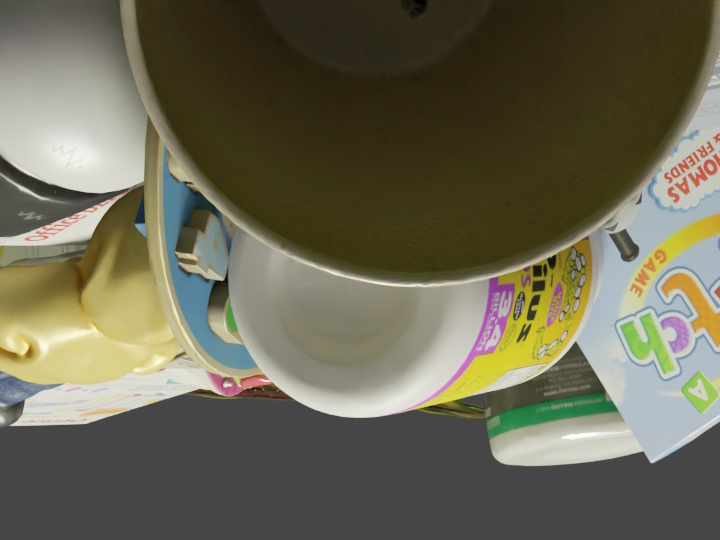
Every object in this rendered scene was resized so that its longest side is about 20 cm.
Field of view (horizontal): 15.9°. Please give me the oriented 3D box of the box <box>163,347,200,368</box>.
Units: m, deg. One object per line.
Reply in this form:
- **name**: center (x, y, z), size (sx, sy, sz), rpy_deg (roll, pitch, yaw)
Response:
- **box**: center (0.000, 0.000, 1.203), size (0.199, 0.083, 0.068), rpy_deg (1, 164, -31)

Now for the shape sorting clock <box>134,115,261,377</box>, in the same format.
- **shape sorting clock**: center (-0.034, -0.057, 1.024), size (0.039, 0.202, 0.200), rpy_deg (10, 174, 18)

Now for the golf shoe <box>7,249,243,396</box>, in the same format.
- **golf shoe**: center (-0.111, 0.020, 1.336), size (0.091, 0.076, 0.200), rpy_deg (8, 174, 23)

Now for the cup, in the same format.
- **cup**: center (0.013, -0.107, 0.890), size (0.199, 0.202, 0.143), rpy_deg (-6, -167, -6)

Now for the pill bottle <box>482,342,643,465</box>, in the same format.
- **pill bottle**: center (0.111, -0.004, 1.365), size (0.112, 0.202, 0.113), rpy_deg (-7, 169, -1)

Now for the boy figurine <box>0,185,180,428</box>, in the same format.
- **boy figurine**: center (-0.132, 0.017, 1.113), size (0.124, 0.065, 0.200), rpy_deg (12, 156, -34)

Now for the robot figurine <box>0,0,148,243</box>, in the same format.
- **robot figurine**: center (-0.147, -0.078, 1.044), size (0.199, 0.126, 0.150), rpy_deg (-19, -172, 45)

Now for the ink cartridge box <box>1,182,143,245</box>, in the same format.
- **ink cartridge box**: center (-0.072, -0.066, 1.242), size (0.199, 0.086, 0.145), rpy_deg (2, 166, -31)

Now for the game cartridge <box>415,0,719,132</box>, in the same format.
- **game cartridge**: center (0.102, -0.088, 1.009), size (0.199, 0.041, 0.133), rpy_deg (-9, 157, 35)

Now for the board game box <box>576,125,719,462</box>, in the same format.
- **board game box**: center (0.131, -0.040, 1.107), size (0.151, 0.201, 0.037), rpy_deg (-39, 169, 37)

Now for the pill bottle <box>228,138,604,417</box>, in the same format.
- **pill bottle**: center (0.033, -0.001, 1.032), size (0.104, 0.105, 0.200), rpy_deg (-12, 178, 23)

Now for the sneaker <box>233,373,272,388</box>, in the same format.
- **sneaker**: center (-0.013, 0.027, 1.303), size (0.078, 0.091, 0.199), rpy_deg (-18, 168, 36)

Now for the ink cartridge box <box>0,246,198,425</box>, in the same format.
- **ink cartridge box**: center (-0.169, 0.016, 1.478), size (0.128, 0.126, 0.199), rpy_deg (3, 165, -42)
